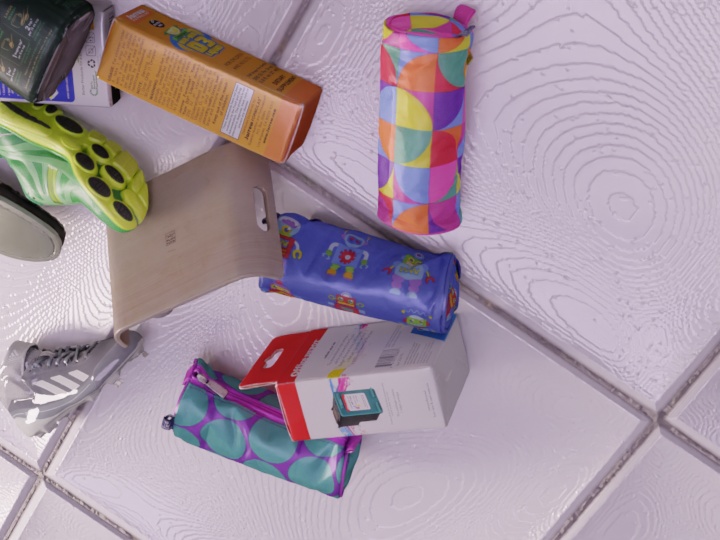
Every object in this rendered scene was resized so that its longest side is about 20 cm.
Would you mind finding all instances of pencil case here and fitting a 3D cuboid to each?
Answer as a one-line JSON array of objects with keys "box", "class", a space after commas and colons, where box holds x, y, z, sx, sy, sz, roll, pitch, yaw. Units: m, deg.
[{"box": [-0.096, 0.161, 1.381, 0.199, 0.085, 0.093, 19, 143, 7], "class": "pencil case"}, {"box": [0.000, 0.000, 1.287, 0.199, 0.087, 0.078, 14, 152, 11], "class": "pencil case"}, {"box": [0.060, -0.134, 1.209, 0.088, 0.088, 0.201, 10, 115, 12], "class": "pencil case"}]

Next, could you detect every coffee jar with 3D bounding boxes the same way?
[{"box": [-0.352, -0.249, 1.235, 0.199, 0.085, 0.105, 33, 120, -2], "class": "coffee jar"}]

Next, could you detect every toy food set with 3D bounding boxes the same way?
[{"box": [-0.165, -0.023, 1.304, 0.199, 0.060, 0.144, -23, 61, 26], "class": "toy food set"}]

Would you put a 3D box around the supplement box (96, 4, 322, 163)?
[{"box": [-0.141, -0.176, 1.260, 0.199, 0.067, 0.069, 23, 117, 5], "class": "supplement box"}]

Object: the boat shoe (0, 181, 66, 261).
[{"box": [-0.387, -0.071, 1.382, 0.200, 0.061, 0.072, 22, 129, 7], "class": "boat shoe"}]

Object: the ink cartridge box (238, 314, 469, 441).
[{"box": [-0.005, 0.105, 1.312, 0.199, 0.116, 0.068, -7, 111, 20], "class": "ink cartridge box"}]

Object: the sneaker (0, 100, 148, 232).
[{"box": [-0.285, -0.096, 1.330, 0.200, 0.074, 0.084, 37, 131, 21], "class": "sneaker"}]

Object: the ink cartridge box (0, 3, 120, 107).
[{"box": [-0.335, -0.213, 1.311, 0.198, 0.037, 0.095, 4, 114, 7], "class": "ink cartridge box"}]

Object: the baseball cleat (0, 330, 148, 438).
[{"box": [-0.320, 0.104, 1.433, 0.200, 0.070, 0.107, -38, 99, 26], "class": "baseball cleat"}]
